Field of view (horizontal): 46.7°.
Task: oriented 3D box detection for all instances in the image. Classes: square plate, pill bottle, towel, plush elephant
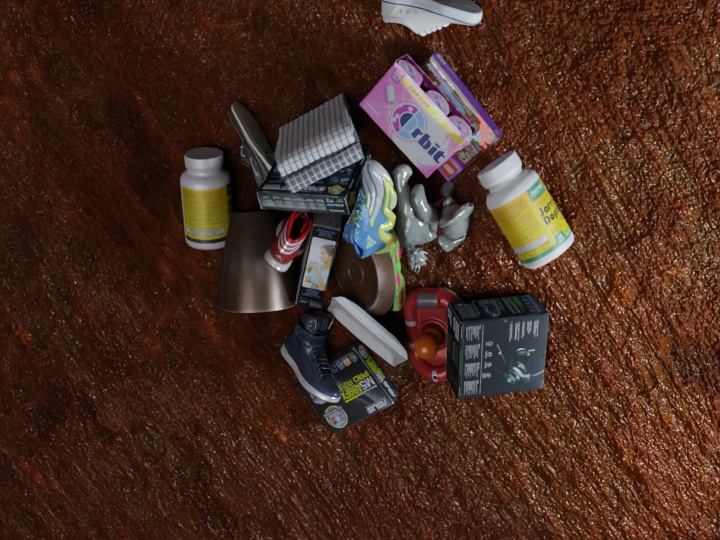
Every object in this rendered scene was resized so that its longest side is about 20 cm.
[{"bbox_3d":[0.016,0.128,1.790,0.199,0.198,0.029,40,79,2],"label":"square plate"},{"bbox_3d":[0.305,-0.116,1.560,0.112,0.113,0.202,-28,100,31],"label":"pill bottle"},{"bbox_3d":[-0.081,-0.241,1.605,0.163,0.201,0.086,-26,118,9],"label":"towel"},{"bbox_3d":[0.144,-0.111,1.622,0.165,0.151,0.204,108,146,-69],"label":"plush elephant"},{"bbox_3d":[-0.335,-0.158,1.821,0.110,0.113,0.204,10,118,19],"label":"pill bottle"}]

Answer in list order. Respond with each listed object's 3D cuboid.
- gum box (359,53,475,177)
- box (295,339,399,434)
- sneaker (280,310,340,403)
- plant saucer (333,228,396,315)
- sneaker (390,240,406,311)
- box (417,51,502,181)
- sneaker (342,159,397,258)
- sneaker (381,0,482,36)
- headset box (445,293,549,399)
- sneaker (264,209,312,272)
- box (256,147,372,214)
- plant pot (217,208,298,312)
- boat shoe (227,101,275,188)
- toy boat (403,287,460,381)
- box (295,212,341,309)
[{"bbox_3d":[0.109,-0.282,1.547,0.200,0.066,0.113,46,125,-2],"label":"gum box"},{"bbox_3d":[-0.032,0.272,1.931,0.198,0.044,0.162,-31,98,32],"label":"box"},{"bbox_3d":[-0.090,0.183,1.861,0.202,0.076,0.148,46,117,31],"label":"sneaker"},{"bbox_3d":[0.000,0.000,1.739,0.199,0.034,0.205,26,124,47],"label":"plant saucer"},{"bbox_3d":[0.043,-0.007,1.749,0.082,0.077,0.204,0,111,23],"label":"sneaker"},{"bbox_3d":[0.157,-0.290,1.586,0.136,0.039,0.201,-38,95,33],"label":"box"},{"bbox_3d":[0.015,-0.105,1.582,0.075,0.104,0.203,32,144,44],"label":"sneaker"},{"bbox_3d":[0.127,-0.464,1.508,0.197,0.073,0.072,21,130,24],"label":"sneaker"},{"bbox_3d":[0.277,0.149,1.666,0.195,0.093,0.178,-6,115,-8],"label":"headset box"},{"bbox_3d":[-0.125,-0.086,1.715,0.078,0.201,0.116,34,121,-13],"label":"sneaker"},{"bbox_3d":[-0.089,-0.186,1.671,0.196,0.161,0.047,5,136,20],"label":"box"},{"bbox_3d":[-0.225,-0.029,1.810,0.183,0.186,0.205,3,101,22],"label":"plant pot"},{"bbox_3d":[-0.228,-0.254,1.753,0.067,0.072,0.203,-22,105,26],"label":"boat shoe"},{"bbox_3d":[0.148,0.143,1.740,0.128,0.131,0.204,0,113,24],"label":"toy boat"},{"bbox_3d":[-0.087,-0.037,1.757,0.059,0.118,0.203,12,124,-6],"label":"box"}]
